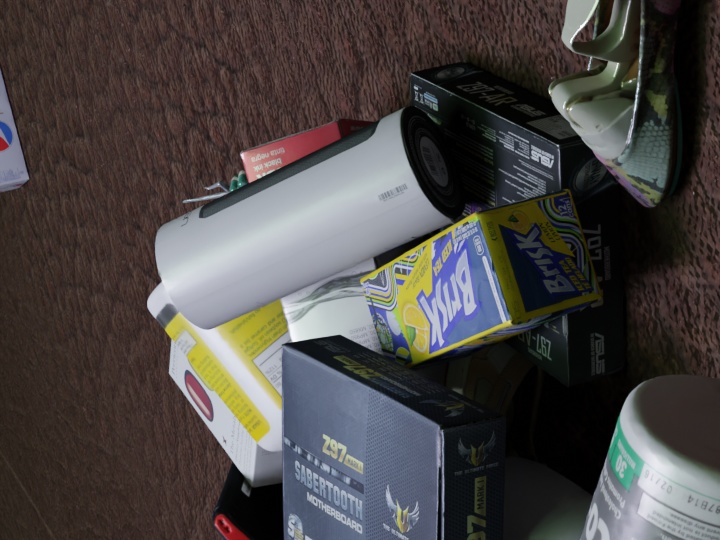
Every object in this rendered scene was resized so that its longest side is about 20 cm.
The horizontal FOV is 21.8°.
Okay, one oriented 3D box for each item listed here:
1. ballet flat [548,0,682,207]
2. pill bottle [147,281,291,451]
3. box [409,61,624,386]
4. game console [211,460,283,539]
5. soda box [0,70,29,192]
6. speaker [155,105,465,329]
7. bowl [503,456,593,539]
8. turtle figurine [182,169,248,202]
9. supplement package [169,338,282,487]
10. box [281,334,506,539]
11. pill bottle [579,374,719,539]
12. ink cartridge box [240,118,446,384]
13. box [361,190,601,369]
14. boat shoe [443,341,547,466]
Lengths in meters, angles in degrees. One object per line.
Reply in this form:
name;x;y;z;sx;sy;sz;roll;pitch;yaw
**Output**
ballet flat;0.141;-0.121;1.024;0.069;0.071;0.201;48;146;48
pill bottle;-0.062;0.067;1.452;0.200;0.114;0.114;51;155;4
box;0.099;-0.035;1.218;0.200;0.043;0.161;-145;45;-59
game console;-0.051;0.236;1.578;0.177;0.031;0.200;43;-170;-7
soda box;-0.524;-0.211;2.623;0.068;0.063;0.201;160;96;-68
speaker;-0.035;-0.031;1.229;0.200;0.081;0.081;-24;78;24
bowl;0.107;0.230;1.196;0.200;0.074;0.201;-160;62;-71
turtle figurine;-0.060;-0.031;1.543;0.200;0.101;0.150;31;148;41
supplement package;-0.080;0.084;1.629;0.200;0.109;0.114;44;134;53
box;0.016;0.140;1.177;0.200;0.051;0.158;24;117;56
pill bottle;0.172;0.168;1.020;0.113;0.113;0.201;48;133;50
ink cartridge box;0.000;0.000;1.339;0.147;0.083;0.201;-6;-99;-70
box;0.070;0.011;1.153;0.200;0.064;0.070;-30;76;67
boat shoe;0.095;0.135;1.312;0.076;0.072;0.201;31;135;39
